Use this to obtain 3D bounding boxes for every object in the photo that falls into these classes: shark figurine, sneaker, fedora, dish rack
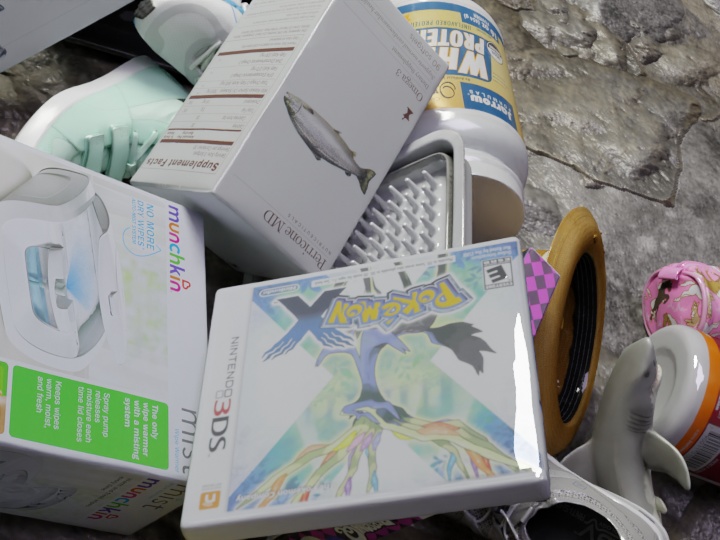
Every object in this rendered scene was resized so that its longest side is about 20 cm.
[{"bbox_3d":[0.191,0.171,0.848,0.089,0.128,0.215,-3,70,-15],"label":"shark figurine"},{"bbox_3d":[-0.092,-0.152,0.898,0.200,0.075,0.087,26,39,-45],"label":"sneaker"},{"bbox_3d":[0.131,0.046,0.872,0.082,0.201,0.201,9,41,24],"label":"fedora"},{"bbox_3d":[0.000,0.000,0.815,0.044,0.200,0.172,42,38,-35],"label":"dish rack"},{"bbox_3d":[0.110,0.153,0.772,0.200,0.075,0.082,18,-1,22],"label":"sneaker"},{"bbox_3d":[-0.170,-0.082,0.841,0.118,0.074,0.200,34,44,6],"label":"sneaker"}]

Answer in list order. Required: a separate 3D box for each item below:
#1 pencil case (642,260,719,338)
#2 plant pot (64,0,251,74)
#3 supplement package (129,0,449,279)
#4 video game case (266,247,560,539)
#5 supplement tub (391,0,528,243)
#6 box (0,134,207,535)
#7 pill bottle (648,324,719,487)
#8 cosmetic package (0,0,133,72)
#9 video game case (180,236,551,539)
[{"bbox_3d":[0.353,0.036,1.040,0.200,0.083,0.087,0,57,-28],"label":"pencil case"},{"bbox_3d":[-0.151,-0.300,0.954,0.200,0.200,0.178,13,38,-20],"label":"plant pot"},{"bbox_3d":[-0.049,-0.106,0.827,0.117,0.117,0.200,41,70,-35],"label":"supplement package"},{"bbox_3d":[0.035,0.092,0.752,0.036,0.181,0.200,42,45,-11],"label":"video game case"},{"bbox_3d":[0.061,-0.117,0.952,0.144,0.145,0.200,11,51,-22],"label":"supplement tub"},{"bbox_3d":[-0.188,0.041,0.691,0.176,0.097,0.200,22,48,-37],"label":"box"},{"bbox_3d":[0.321,0.128,0.932,0.200,0.113,0.113,22,48,-14],"label":"pill bottle"},{"bbox_3d":[-0.253,-0.232,0.806,0.200,0.151,0.052,-31,39,-6],"label":"cosmetic package"},{"bbox_3d":[0.002,0.064,0.660,0.200,0.022,0.183,-10,44,11],"label":"video game case"}]
